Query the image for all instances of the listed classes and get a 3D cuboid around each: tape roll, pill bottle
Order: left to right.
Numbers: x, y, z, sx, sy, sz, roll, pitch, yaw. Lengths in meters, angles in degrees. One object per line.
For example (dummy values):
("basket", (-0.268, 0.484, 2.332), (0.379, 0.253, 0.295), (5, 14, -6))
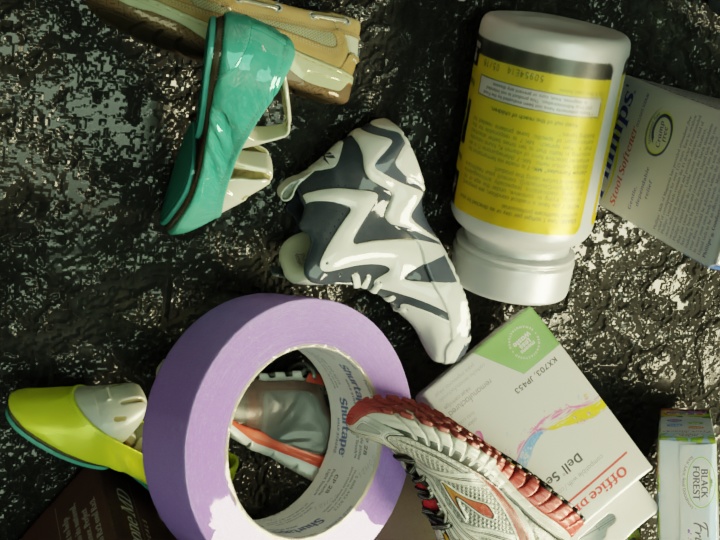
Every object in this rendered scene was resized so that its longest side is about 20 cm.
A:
("tape roll", (-0.056, 0.120, 0.860), (0.198, 0.065, 0.204), (-2, 93, -37))
("pill bottle", (0.129, -0.085, 0.896), (0.112, 0.114, 0.203), (1, 110, -21))

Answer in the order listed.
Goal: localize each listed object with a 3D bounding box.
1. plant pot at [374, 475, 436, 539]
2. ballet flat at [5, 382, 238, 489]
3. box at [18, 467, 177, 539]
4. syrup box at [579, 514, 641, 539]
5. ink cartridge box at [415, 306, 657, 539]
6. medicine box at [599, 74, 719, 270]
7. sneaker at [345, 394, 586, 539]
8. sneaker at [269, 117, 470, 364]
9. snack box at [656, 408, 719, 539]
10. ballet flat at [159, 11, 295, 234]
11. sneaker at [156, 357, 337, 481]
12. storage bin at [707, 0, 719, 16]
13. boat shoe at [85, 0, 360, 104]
("plant pot", (0.066, 0.284, 0.972), (0.184, 0.200, 0.190), (-9, 115, -20))
("ballet flat", (-0.170, 0.123, 0.895), (0.067, 0.067, 0.199), (-45, 126, 11))
("box", (-0.171, 0.290, 0.906), (0.164, 0.166, 0.200), (-46, 120, 4))
("syrup box", (0.195, 0.220, 1.067), (0.081, 0.079, 0.202), (-28, 118, -8))
("ink cartridge box", (0.148, 0.145, 0.952), (0.117, 0.067, 0.201), (-37, 86, -8))
("medicine box", (0.297, -0.069, 0.917), (0.179, 0.200, 0.105), (9, 106, -23))
("sneaker", (0.070, 0.160, 0.859), (0.199, 0.078, 0.083), (36, 89, -13))
("sneaker", (0.000, 0.000, 0.902), (0.128, 0.080, 0.202), (-24, 118, -8))
("snack box", (0.286, 0.233, 1.040), (0.052, 0.142, 0.204), (-1, 93, 13))
("ballet flat", (-0.086, -0.085, 0.794), (0.069, 0.068, 0.201), (11, 142, -14))
("sneaker", (-0.071, 0.101, 0.932), (0.199, 0.077, 0.083), (35, 78, -35))
("storage bin", (0.352, -0.269, 0.901), (0.198, 0.146, 0.136), (-26, 128, -9))
("boat shoe", (-0.088, -0.178, 0.810), (0.198, 0.071, 0.077), (16, 91, -33))
